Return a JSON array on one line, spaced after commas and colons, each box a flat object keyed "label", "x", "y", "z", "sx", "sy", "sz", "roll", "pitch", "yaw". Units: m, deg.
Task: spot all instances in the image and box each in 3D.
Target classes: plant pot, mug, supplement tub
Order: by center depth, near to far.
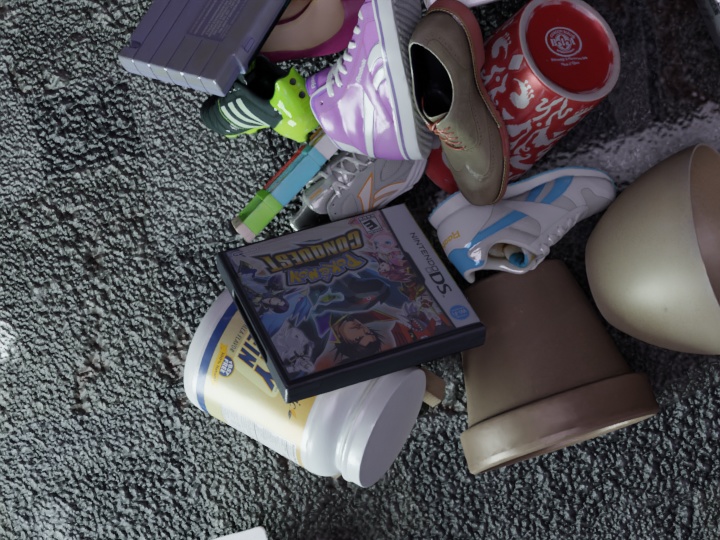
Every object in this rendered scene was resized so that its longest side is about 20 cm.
[{"label": "mug", "x": 0.156, "y": -0.177, "z": 1.469, "sx": 0.133, "sy": 0.200, "sz": 0.178, "roll": 46, "pitch": 59, "yaw": -2}, {"label": "supplement tub", "x": -0.051, "y": 0.105, "z": 1.482, "sx": 0.198, "sy": 0.144, "sz": 0.146, "roll": 26, "pitch": 103, "yaw": 20}, {"label": "plant pot", "x": 0.296, "y": -0.006, "z": 1.506, "sx": 0.133, "sy": 0.200, "sz": 0.202, "roll": -17, "pitch": 99, "yaw": 30}, {"label": "plant pot", "x": 0.176, "y": 0.088, "z": 1.541, "sx": 0.198, "sy": 0.200, "sz": 0.177, "roll": -19, "pitch": 79, "yaw": 9}]

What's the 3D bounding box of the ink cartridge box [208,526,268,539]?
[{"label": "ink cartridge box", "x": -0.119, "y": 0.368, "z": 1.668, "sx": 0.115, "sy": 0.068, "sz": 0.202, "roll": -16, "pitch": 98, "yaw": 9}]

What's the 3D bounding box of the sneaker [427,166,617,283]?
[{"label": "sneaker", "x": 0.164, "y": -0.043, "z": 1.499, "sx": 0.198, "sy": 0.077, "sz": 0.081, "roll": -15, "pitch": 69, "yaw": -23}]

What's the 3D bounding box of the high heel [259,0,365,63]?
[{"label": "high heel", "x": -0.064, "y": -0.241, "z": 1.533, "sx": 0.198, "sy": 0.096, "sz": 0.068, "roll": -27, "pitch": 81, "yaw": 10}]

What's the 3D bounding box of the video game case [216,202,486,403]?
[{"label": "video game case", "x": -0.010, "y": 0.025, "z": 1.444, "sx": 0.198, "sy": 0.181, "sz": 0.026, "roll": -15, "pitch": 138, "yaw": -19}]

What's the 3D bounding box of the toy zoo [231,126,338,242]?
[{"label": "toy zoo", "x": -0.050, "y": -0.110, "z": 1.529, "sx": 0.020, "sy": 0.131, "sz": 0.200, "roll": 43, "pitch": 88, "yaw": -8}]

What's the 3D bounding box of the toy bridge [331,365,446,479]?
[{"label": "toy bridge", "x": 0.006, "y": 0.145, "z": 1.578, "sx": 0.067, "sy": 0.027, "sz": 0.200, "roll": 32, "pitch": 135, "yaw": -16}]

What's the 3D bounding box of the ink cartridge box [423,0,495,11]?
[{"label": "ink cartridge box", "x": 0.125, "y": -0.294, "z": 1.454, "sx": 0.145, "sy": 0.200, "sz": 0.084, "roll": -15, "pitch": 99, "yaw": 9}]

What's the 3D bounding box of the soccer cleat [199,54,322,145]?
[{"label": "soccer cleat", "x": -0.102, "y": -0.170, "z": 1.518, "sx": 0.068, "sy": 0.199, "sz": 0.081, "roll": -44, "pitch": 119, "yaw": -23}]

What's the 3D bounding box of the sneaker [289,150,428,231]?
[{"label": "sneaker", "x": -0.005, "y": -0.089, "z": 1.514, "sx": 0.076, "sy": 0.091, "sz": 0.201, "roll": 58, "pitch": 141, "yaw": 27}]

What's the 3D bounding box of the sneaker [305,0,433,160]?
[{"label": "sneaker", "x": -0.002, "y": -0.189, "z": 1.394, "sx": 0.113, "sy": 0.073, "sz": 0.203, "roll": 6, "pitch": 122, "yaw": 20}]

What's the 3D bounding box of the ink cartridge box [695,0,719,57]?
[{"label": "ink cartridge box", "x": 0.364, "y": -0.253, "z": 1.463, "sx": 0.084, "sy": 0.146, "sz": 0.202, "roll": -24, "pitch": 97, "yaw": 9}]

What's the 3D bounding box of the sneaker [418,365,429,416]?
[{"label": "sneaker", "x": -0.019, "y": 0.101, "z": 1.615, "sx": 0.198, "sy": 0.078, "sz": 0.086, "roll": 25, "pitch": 117, "yaw": 3}]

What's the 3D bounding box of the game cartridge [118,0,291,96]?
[{"label": "game cartridge", "x": -0.131, "y": -0.261, "z": 1.501, "sx": 0.129, "sy": 0.038, "sz": 0.201, "roll": 19, "pitch": 67, "yaw": 26}]

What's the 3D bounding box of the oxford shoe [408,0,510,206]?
[{"label": "oxford shoe", "x": 0.079, "y": -0.135, "z": 1.383, "sx": 0.070, "sy": 0.075, "sz": 0.202, "roll": 5, "pitch": 128, "yaw": 37}]
